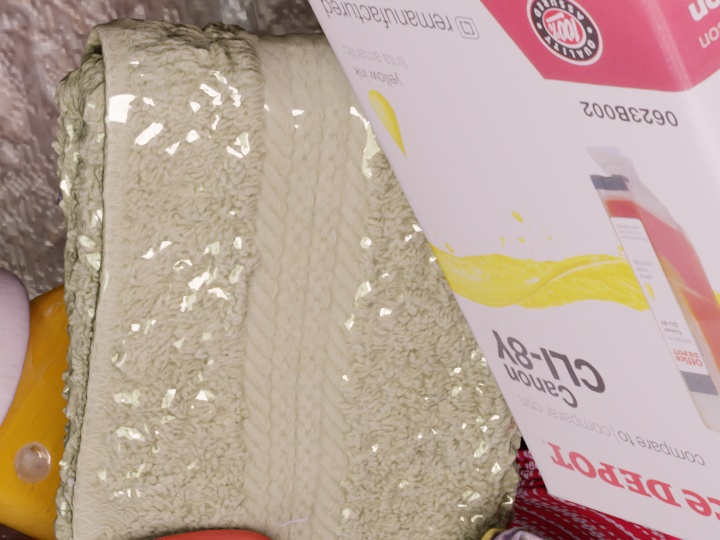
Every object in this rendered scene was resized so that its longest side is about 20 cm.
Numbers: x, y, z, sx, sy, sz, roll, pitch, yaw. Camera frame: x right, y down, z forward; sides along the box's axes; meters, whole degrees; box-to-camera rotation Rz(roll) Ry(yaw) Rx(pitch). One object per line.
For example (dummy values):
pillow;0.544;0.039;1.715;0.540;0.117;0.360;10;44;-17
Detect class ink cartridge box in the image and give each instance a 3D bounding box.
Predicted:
ink cartridge box;0.079;-0.027;0.611;0.145;0.083;0.200;15;138;55

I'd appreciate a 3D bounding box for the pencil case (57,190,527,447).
pencil case;0.000;0.000;0.846;0.200;0.078;0.087;18;116;17

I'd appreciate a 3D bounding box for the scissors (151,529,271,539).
scissors;-0.117;0.116;0.720;0.200;0.014;0.073;-7;126;-13

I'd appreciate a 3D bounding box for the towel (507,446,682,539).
towel;0.087;0.110;0.829;0.145;0.022;0.200;42;161;-15

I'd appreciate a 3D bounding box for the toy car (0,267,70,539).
toy car;-0.120;0.100;0.828;0.175;0.200;0.150;28;159;-30

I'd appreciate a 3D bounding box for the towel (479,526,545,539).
towel;0.063;0.163;0.780;0.144;0.023;0.200;32;139;-2

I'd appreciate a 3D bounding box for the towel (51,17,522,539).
towel;-0.016;0.020;0.719;0.148;0.036;0.200;-2;120;-13
